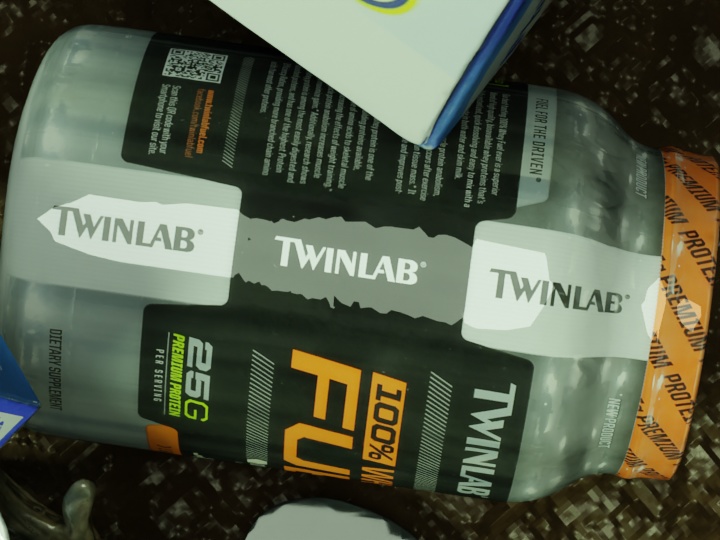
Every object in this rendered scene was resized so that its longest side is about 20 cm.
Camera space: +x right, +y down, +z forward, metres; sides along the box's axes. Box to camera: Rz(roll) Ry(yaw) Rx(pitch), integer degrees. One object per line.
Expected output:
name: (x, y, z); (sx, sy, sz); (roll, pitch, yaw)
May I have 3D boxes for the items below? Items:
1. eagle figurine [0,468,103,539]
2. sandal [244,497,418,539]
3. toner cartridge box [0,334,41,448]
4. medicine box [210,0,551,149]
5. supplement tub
eagle figurine: (-0.133, 0.148, 0.716); (0.151, 0.152, 0.200); (42, 66, -8)
sandal: (0.011, 0.158, 0.762); (0.075, 0.043, 0.202); (-12, 68, -8)
toner cartridge box: (-0.171, -0.011, 0.697); (0.095, 0.043, 0.201); (-42, 61, 15)
medicine box: (0.009, -0.170, 0.720); (0.182, 0.103, 0.200); (36, 57, 4)
supplement tub: (0.000, 0.000, 0.755); (0.198, 0.123, 0.124); (8, 86, 2)
